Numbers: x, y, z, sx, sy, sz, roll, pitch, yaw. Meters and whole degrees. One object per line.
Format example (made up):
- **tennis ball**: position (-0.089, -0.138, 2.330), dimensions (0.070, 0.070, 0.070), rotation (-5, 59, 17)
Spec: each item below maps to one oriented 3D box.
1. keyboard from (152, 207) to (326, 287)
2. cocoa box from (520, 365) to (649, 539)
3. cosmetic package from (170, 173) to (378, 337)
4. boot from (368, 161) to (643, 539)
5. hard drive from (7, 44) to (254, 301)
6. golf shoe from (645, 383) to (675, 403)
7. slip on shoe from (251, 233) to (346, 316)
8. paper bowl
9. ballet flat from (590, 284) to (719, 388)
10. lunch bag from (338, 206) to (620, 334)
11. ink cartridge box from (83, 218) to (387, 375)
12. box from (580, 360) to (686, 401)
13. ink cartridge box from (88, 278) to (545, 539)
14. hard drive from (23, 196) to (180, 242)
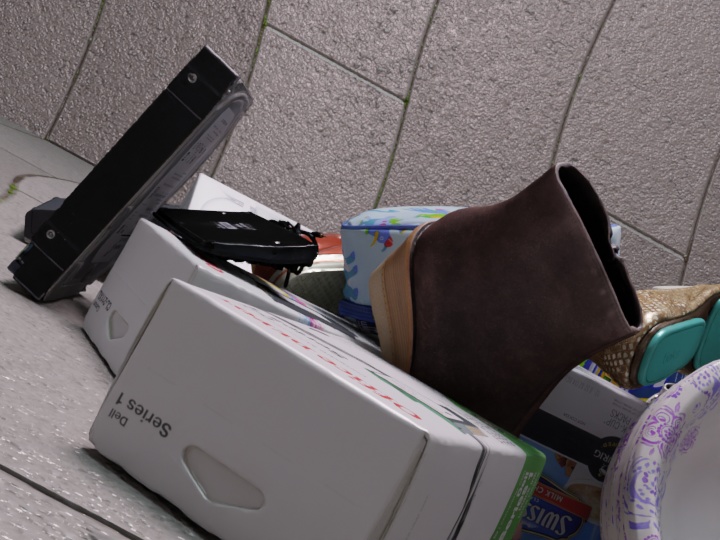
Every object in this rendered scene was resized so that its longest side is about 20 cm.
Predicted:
- **keyboard**: position (-0.077, -0.012, 0.799), dimensions (0.103, 0.040, 0.200), rotation (2, 9, -18)
- **cocoa box**: position (0.112, 0.119, 0.911), dimensions (0.132, 0.132, 0.200), rotation (26, 1, -12)
- **cosmetic package**: position (-0.063, 0.026, 0.948), dimensions (0.199, 0.052, 0.152), rotation (27, 39, -15)
- **boot**: position (0.085, 0.059, 0.660), dimensions (0.072, 0.202, 0.166), rotation (-11, -10, -43)
- **hard drive**: position (-0.156, -0.064, 0.846), dimensions (0.038, 0.200, 0.140), rotation (43, 0, -2)
- **golf shoe**: position (0.234, 0.122, 0.882), dimensions (0.072, 0.093, 0.199), rotation (-23, 9, -30)
- **slip on shoe**: position (0.000, 0.000, 0.931), dimensions (0.199, 0.075, 0.061), rotation (-1, 38, -40)
- **paper bowl**: position (0.242, 0.157, 0.721), dimensions (0.199, 0.202, 0.104), rotation (28, -21, 5)
- **ballet flat**: position (0.209, 0.034, 0.808), dimensions (0.065, 0.071, 0.199), rotation (30, 17, 34)
- **lunch bag**: position (0.089, -0.001, 0.829), dimensions (0.159, 0.083, 0.199), rotation (4, 6, 30)
- **ink cartridge box**: position (-0.060, 0.056, 0.764), dimensions (0.199, 0.083, 0.146), rotation (28, 1, -28)
- **box**: position (0.253, 0.089, 0.982), dimensions (0.070, 0.065, 0.200), rotation (27, -13, -21)
- **ink cartridge box**: position (-0.010, 0.085, 0.572), dimensions (0.145, 0.085, 0.200), rotation (28, 0, 24)
- **hard drive**: position (-0.233, -0.045, 1.123), dimensions (0.138, 0.033, 0.200), rotation (3, 6, -9)
